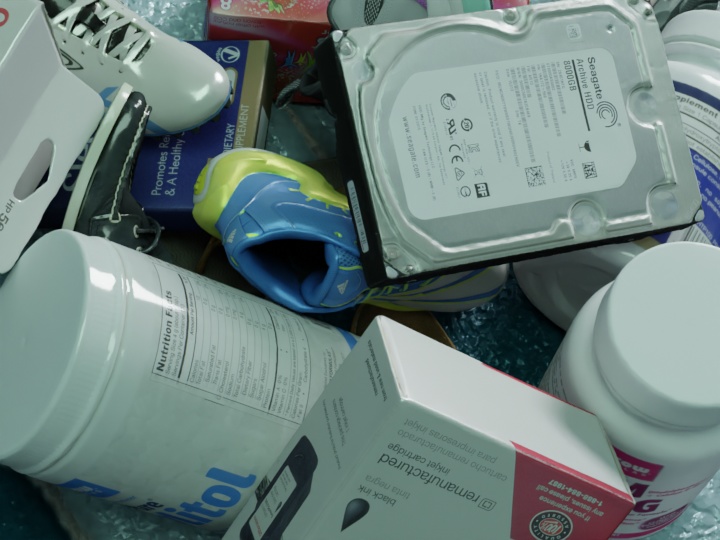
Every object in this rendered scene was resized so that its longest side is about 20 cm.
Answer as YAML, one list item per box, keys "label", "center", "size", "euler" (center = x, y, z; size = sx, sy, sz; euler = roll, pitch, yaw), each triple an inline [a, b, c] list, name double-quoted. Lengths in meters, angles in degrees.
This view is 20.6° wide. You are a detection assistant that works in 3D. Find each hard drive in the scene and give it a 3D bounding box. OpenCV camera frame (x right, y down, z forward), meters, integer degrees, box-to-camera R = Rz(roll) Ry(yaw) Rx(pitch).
- label: "hard drive"
  center: [0.084, -0.075, 1.091]
  size: [0.200, 0.038, 0.140]
  euler: [-9, 83, -23]

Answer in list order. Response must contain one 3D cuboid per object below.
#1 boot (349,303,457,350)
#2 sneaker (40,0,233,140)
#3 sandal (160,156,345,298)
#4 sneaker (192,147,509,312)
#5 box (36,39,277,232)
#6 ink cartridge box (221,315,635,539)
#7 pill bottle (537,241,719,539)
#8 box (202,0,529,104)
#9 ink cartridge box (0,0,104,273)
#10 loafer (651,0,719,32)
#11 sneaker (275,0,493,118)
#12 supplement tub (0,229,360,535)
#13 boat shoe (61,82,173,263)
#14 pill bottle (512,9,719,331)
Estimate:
- label: "boot"
  center: [0.044, 0.090, 1.152]
  size: [0.073, 0.075, 0.200]
  euler: [-14, 63, -9]
- label: "sneaker"
  center: [-0.165, -0.139, 1.175]
  size: [0.200, 0.073, 0.072]
  euler: [28, 69, 21]
- label: "sandal"
  center: [-0.047, -0.030, 1.208]
  size: [0.200, 0.055, 0.082]
  euler: [-18, 68, -16]
- label: "sneaker"
  center: [0.000, 0.000, 1.121]
  size: [0.200, 0.076, 0.105]
  euler: [15, 29, -20]
- label: "box"
  center: [-0.157, -0.083, 1.203]
  size: [0.200, 0.032, 0.121]
  euler: [0, 63, 12]
- label: "ink cartridge box"
  center: [0.021, 0.144, 1.020]
  size: [0.145, 0.200, 0.084]
  euler: [25, 23, -22]
- label: "pill bottle"
  center: [0.161, 0.069, 1.107]
  size: [0.113, 0.200, 0.114]
  euler: [3, 64, -6]
- label: "box"
  center: [0.002, -0.166, 1.255]
  size: [0.200, 0.100, 0.096]
  euler: [5, 64, -6]
- label: "ink cartridge box"
  center: [-0.253, -0.094, 1.071]
  size: [0.200, 0.125, 0.129]
  euler: [22, 70, 11]
- label: "loafer"
  center: [0.156, -0.143, 1.292]
  size: [0.063, 0.072, 0.200]
  euler: [31, 56, 30]
- label: "sneaker"
  center: [0.020, -0.099, 1.192]
  size: [0.140, 0.200, 0.078]
  euler: [-7, 33, 8]
- label: "supplement tub"
  center: [-0.095, 0.069, 1.072]
  size: [0.200, 0.132, 0.132]
  euler: [21, 59, -31]
- label: "boat shoe"
  center: [-0.142, -0.006, 1.131]
  size: [0.066, 0.075, 0.200]
  euler: [19, 101, -3]
- label: "pill bottle"
  center: [0.187, -0.058, 1.217]
  size: [0.120, 0.120, 0.200]
  euler: [28, 64, 6]
